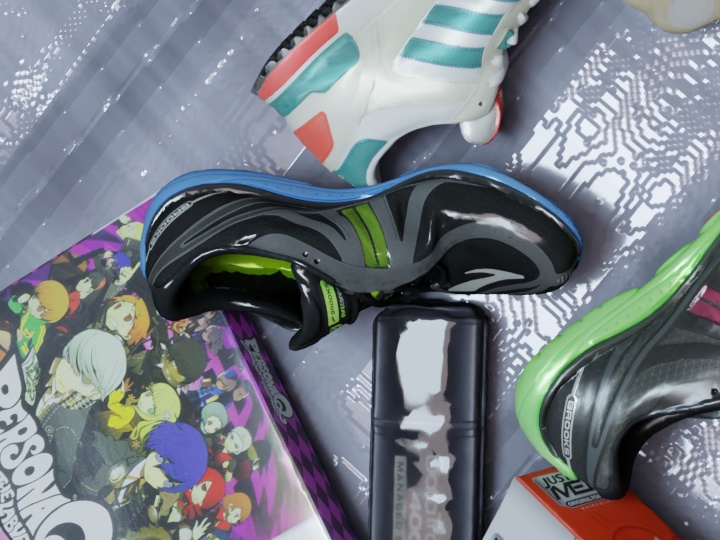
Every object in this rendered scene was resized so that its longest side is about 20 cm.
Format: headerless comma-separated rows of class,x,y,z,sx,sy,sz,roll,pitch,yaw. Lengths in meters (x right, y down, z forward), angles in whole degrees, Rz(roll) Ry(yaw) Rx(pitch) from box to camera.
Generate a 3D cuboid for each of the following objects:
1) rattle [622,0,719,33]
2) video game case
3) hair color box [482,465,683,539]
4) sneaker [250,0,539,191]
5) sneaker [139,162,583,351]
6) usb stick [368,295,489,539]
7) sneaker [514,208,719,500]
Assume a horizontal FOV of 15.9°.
rattle,0.142,-0.146,1.031,0.129,0.200,0.144,-6,54,16
video game case,-0.116,0.092,1.215,0.181,0.036,0.201,-30,77,18
hair color box,0.129,0.182,1.094,0.200,0.061,0.102,44,124,29
sneaker,0.050,-0.112,1.155,0.199,0.070,0.094,-37,99,14
sneaker,0.000,0.000,1.143,0.198,0.071,0.083,0,48,6
usb stick,0.030,0.113,1.181,0.055,0.033,0.201,2,93,14
sneaker,0.161,0.025,1.103,0.200,0.077,0.084,-39,71,13
